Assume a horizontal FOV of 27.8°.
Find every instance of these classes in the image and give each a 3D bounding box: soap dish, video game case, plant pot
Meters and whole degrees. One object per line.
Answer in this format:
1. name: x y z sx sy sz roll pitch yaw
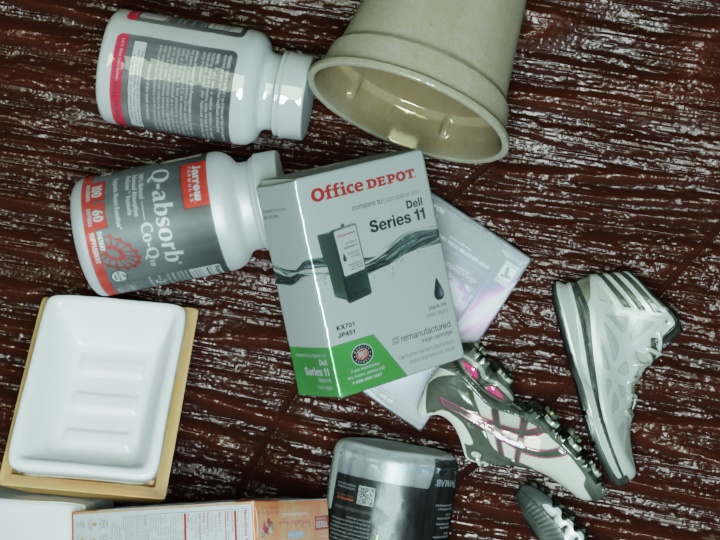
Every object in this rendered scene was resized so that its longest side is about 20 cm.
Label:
1. soap dish: -0.243 0.125 1.378 0.155 0.082 0.202 4 58 3
2. video game case: 0.055 0.034 1.427 0.142 0.019 0.201 33 89 5
3. plant pot: 0.074 -0.227 1.364 0.198 0.201 0.185 20 77 5

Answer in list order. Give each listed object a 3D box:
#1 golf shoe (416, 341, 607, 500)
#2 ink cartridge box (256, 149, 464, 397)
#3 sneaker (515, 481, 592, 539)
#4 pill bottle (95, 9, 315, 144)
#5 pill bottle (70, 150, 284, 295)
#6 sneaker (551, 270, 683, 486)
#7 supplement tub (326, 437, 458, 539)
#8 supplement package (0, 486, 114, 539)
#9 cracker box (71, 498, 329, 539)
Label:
1. golf shoe: 0.146 0.159 1.388 0.200 0.077 0.088 42 96 6
2. ink cartridge box: 0.000 0.000 1.339 0.145 0.083 0.202 -16 96 -29
3. sneaker: 0.196 0.299 1.381 0.090 0.066 0.201 -36 88 0
4. pill bottle: -0.146 -0.182 1.403 0.198 0.111 0.112 10 88 5
5. pill bottle: -0.168 -0.050 1.397 0.198 0.116 0.117 -12 87 3
6. sneaker: 0.258 0.096 1.380 0.114 0.076 0.203 -14 84 5
7. supplement tub: 0.021 0.264 1.367 0.121 0.123 0.203 9 88 4
8. supplement package: -0.310 0.312 1.389 0.118 0.121 0.203 3 88 4
9. cracker box: -0.144 0.239 1.321 0.198 0.134 0.058 -7 79 26
